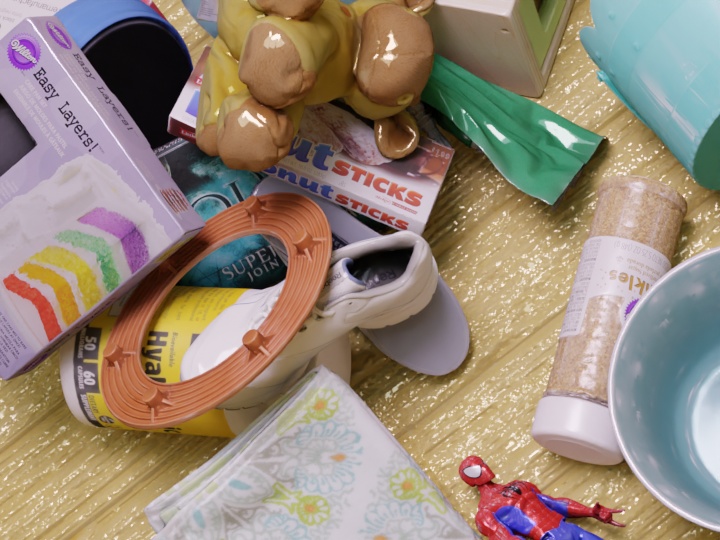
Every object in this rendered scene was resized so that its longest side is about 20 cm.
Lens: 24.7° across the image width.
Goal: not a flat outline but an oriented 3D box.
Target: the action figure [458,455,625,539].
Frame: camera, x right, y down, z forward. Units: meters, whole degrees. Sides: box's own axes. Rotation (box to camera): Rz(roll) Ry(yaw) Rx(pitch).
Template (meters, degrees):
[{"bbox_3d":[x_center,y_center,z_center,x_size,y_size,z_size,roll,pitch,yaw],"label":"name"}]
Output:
[{"bbox_3d":[0.145,0.188,1.119,0.200,0.052,0.065,34,50,28],"label":"action figure"}]

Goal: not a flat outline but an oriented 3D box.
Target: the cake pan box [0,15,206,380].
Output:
[{"bbox_3d":[-0.238,-0.054,1.169,0.184,0.052,0.200,-36,87,14],"label":"cake pan box"}]

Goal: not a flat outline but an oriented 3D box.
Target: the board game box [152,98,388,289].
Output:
[{"bbox_3d":[-0.070,-0.063,1.260,0.199,0.136,0.028,-27,20,6],"label":"board game box"}]

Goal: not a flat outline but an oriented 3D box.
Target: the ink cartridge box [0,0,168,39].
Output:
[{"bbox_3d":[-0.259,-0.139,1.370,0.146,0.083,0.201,17,74,22],"label":"ink cartridge box"}]

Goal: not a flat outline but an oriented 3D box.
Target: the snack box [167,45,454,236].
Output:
[{"bbox_3d":[-0.035,-0.094,1.194,0.199,0.024,0.072,23,59,0],"label":"snack box"}]

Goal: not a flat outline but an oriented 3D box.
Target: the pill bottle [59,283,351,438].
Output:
[{"bbox_3d":[-0.113,0.067,1.222,0.199,0.111,0.112,2,69,18],"label":"pill bottle"}]

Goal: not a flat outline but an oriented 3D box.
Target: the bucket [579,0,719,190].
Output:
[{"bbox_3d":[0.274,-0.162,1.150,0.207,0.207,0.135,-30,64,3],"label":"bucket"}]

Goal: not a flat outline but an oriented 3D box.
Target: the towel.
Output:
[{"bbox_3d":[-0.026,0.187,1.127,0.171,0.048,0.200,-41,101,0],"label":"towel"}]

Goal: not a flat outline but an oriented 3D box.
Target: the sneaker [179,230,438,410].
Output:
[{"bbox_3d":[-0.037,0.024,1.121,0.200,0.087,0.075,-32,76,-10],"label":"sneaker"}]

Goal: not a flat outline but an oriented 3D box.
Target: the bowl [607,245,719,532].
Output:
[{"bbox_3d":[0.270,0.091,1.094,0.200,0.105,0.202,-6,66,14],"label":"bowl"}]

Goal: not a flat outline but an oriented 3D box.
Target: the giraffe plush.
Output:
[{"bbox_3d":[-0.019,-0.149,1.146,0.200,0.161,0.173,-115,40,-59],"label":"giraffe plush"}]

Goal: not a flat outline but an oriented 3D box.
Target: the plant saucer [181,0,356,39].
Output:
[{"bbox_3d":[-0.051,-0.231,1.308,0.199,0.027,0.201,12,48,-13],"label":"plant saucer"}]

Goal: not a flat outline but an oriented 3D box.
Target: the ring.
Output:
[{"bbox_3d":[-0.104,0.021,1.121,0.200,0.019,0.201,-27,36,22],"label":"ring"}]

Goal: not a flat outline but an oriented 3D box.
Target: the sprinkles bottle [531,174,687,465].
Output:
[{"bbox_3d":[0.178,0.034,1.168,0.068,0.068,0.201,10,71,21],"label":"sprinkles bottle"}]

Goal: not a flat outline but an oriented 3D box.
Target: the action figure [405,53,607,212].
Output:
[{"bbox_3d":[0.077,-0.119,1.238,0.200,0.055,0.118,33,36,10],"label":"action figure"}]

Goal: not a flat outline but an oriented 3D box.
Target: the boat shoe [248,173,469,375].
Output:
[{"bbox_3d":[0.000,0.000,1.226,0.200,0.065,0.074,45,85,-3],"label":"boat shoe"}]

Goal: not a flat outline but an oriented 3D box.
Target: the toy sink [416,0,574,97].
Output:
[{"bbox_3d":[0.115,-0.258,1.277,0.112,0.130,0.201,13,72,22],"label":"toy sink"}]

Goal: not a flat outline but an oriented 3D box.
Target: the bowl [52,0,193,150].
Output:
[{"bbox_3d":[-0.200,-0.113,1.274,0.039,0.201,0.201,23,76,27],"label":"bowl"}]
